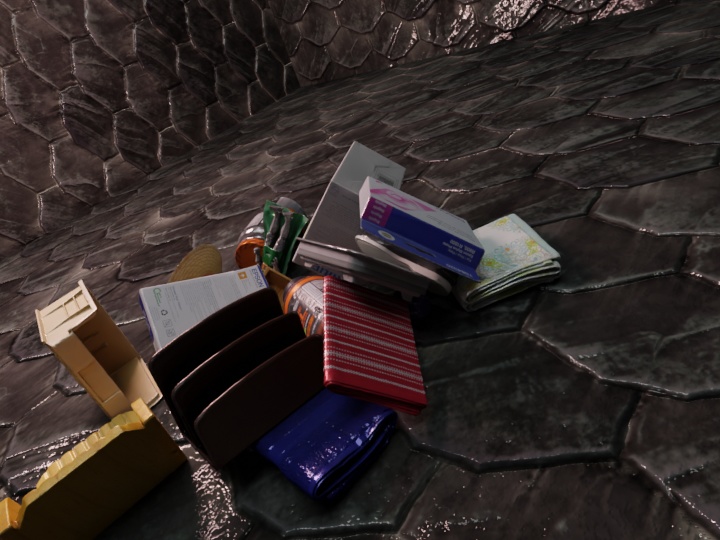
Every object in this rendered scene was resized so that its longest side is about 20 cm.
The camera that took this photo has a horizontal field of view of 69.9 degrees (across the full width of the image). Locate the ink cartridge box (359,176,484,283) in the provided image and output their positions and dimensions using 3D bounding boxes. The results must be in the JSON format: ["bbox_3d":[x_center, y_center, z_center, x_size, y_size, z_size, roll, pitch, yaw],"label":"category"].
[{"bbox_3d":[0.093,-0.072,0.801,0.195,0.044,0.200,23,19,-10],"label":"ink cartridge box"}]

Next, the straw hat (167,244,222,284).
[{"bbox_3d":[-0.292,0.055,1.010,0.085,0.202,0.201,23,44,13],"label":"straw hat"}]

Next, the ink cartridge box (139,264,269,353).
[{"bbox_3d":[-0.218,0.096,0.806,0.199,0.041,0.200,-13,60,-31],"label":"ink cartridge box"}]

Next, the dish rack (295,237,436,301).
[{"bbox_3d":[0.000,0.000,0.796,0.199,0.171,0.044,18,89,54],"label":"dish rack"}]

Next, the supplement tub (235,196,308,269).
[{"bbox_3d":[-0.204,-0.074,1.184,0.122,0.123,0.201,-10,31,21],"label":"supplement tub"}]

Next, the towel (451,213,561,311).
[{"bbox_3d":[0.221,-0.020,0.871,0.170,0.048,0.200,-21,28,1],"label":"towel"}]

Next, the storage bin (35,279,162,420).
[{"bbox_3d":[-0.459,0.145,0.906,0.093,0.201,0.198,-36,31,-22],"label":"storage bin"}]

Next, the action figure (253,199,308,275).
[{"bbox_3d":[-0.179,-0.028,1.043,0.118,0.202,0.054,27,20,34],"label":"action figure"}]

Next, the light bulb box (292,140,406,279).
[{"bbox_3d":[-0.020,-0.111,1.015,0.124,0.201,0.199,27,36,-5],"label":"light bulb box"}]

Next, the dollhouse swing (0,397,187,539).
[{"bbox_3d":[-0.383,0.255,0.715,0.200,0.183,0.175,-38,52,-26],"label":"dollhouse swing"}]

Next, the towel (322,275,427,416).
[{"bbox_3d":[0.013,0.096,0.702,0.023,0.144,0.201,-57,24,33],"label":"towel"}]

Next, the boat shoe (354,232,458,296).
[{"bbox_3d":[0.079,-0.025,0.859,0.199,0.076,0.060,30,72,28],"label":"boat shoe"}]

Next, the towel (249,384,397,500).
[{"bbox_3d":[-0.062,0.212,0.682,0.147,0.050,0.199,-33,29,-33],"label":"towel"}]

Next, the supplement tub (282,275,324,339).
[{"bbox_3d":[-0.060,0.074,0.846,0.107,0.108,0.200,-32,30,-17],"label":"supplement tub"}]

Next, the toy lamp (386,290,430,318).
[{"bbox_3d":[0.029,0.048,0.880,0.199,0.059,0.058,5,38,41],"label":"toy lamp"}]

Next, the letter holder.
[{"bbox_3d":[-0.152,0.128,0.681,0.199,0.143,0.100,-33,30,-32],"label":"letter holder"}]

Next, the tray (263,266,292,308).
[{"bbox_3d":[-0.165,0.083,0.920,0.037,0.098,0.201,-57,7,37],"label":"tray"}]
